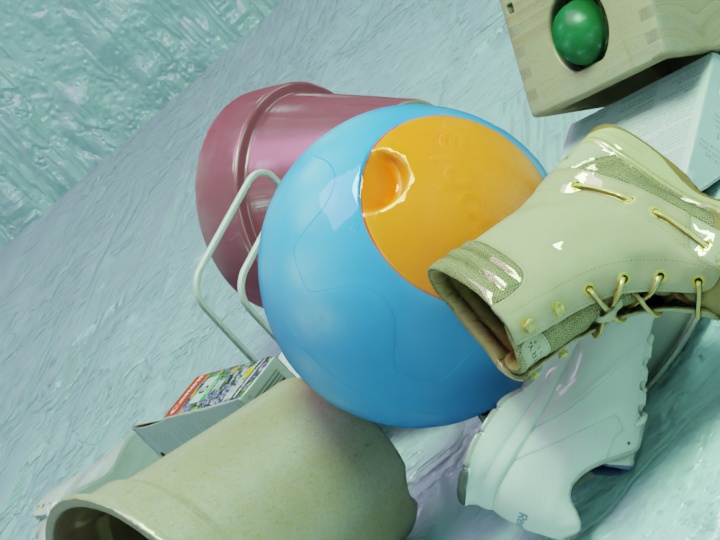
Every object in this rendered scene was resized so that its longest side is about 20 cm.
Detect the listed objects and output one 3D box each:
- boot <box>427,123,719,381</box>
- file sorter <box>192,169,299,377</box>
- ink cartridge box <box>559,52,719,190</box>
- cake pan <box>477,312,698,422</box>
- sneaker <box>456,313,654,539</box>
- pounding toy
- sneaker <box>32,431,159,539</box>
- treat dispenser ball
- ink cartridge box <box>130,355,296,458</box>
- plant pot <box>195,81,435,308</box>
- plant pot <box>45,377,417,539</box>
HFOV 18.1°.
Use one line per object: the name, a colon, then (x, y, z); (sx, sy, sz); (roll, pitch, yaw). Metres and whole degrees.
boot: (0.151, 0.016, 1.268); (0.155, 0.200, 0.073); (-36, -32, -22)
file sorter: (0.000, 0.000, 1.641); (0.199, 0.125, 0.139); (-4, 48, 43)
ink cartridge box: (0.193, -0.041, 1.609); (0.160, 0.047, 0.201); (-25, 41, 50)
cake pan: (0.143, 0.038, 1.469); (0.200, 0.037, 0.201); (-42, 20, 18)
sneaker: (0.138, 0.072, 1.339); (0.201, 0.087, 0.075); (-56, -13, -14)
pounding toy: (0.201, -0.210, 1.645); (0.199, 0.144, 0.184); (-11, -7, -36)
sneaker: (-0.248, 0.227, 1.972); (0.115, 0.074, 0.200); (-37, 7, 31)
treat dispenser ball: (0.035, -0.002, 1.415); (0.201, 0.201, 0.201); (-40, 15, 13)
ink cartridge box: (-0.087, 0.129, 1.724); (0.050, 0.109, 0.200); (-51, 16, -26)
plant pot: (-0.012, -0.071, 1.949); (0.178, 0.201, 0.201); (-8, 36, 40)
plant pot: (-0.068, 0.174, 1.453); (0.183, 0.201, 0.200); (-39, 10, -32)
